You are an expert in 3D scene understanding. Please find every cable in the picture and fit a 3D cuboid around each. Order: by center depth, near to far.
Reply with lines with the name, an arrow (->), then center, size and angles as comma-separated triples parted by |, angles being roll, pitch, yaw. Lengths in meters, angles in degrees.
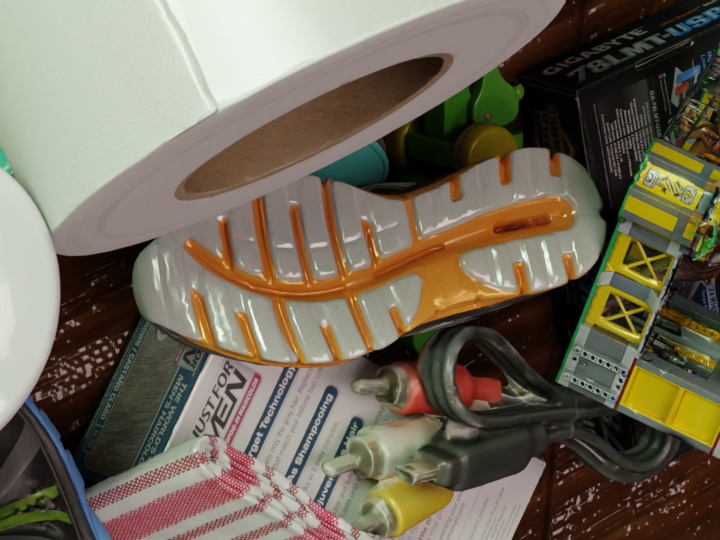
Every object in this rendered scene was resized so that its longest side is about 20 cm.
cable -> 0.066, 0.059, 1.307 | 0.200, 0.050, 0.098 | -11, 114, -47

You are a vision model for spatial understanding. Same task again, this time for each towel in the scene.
towel -> -0.055, 0.133, 1.253 | 0.200, 0.146, 0.030 | 36, 42, -38

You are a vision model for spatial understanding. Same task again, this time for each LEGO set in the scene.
LEGO set -> 0.174, -0.009, 1.276 | 0.200, 0.116, 0.154 | -49, 161, -62

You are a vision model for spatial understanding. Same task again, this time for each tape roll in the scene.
tape roll -> -0.046, -0.110, 1.041 | 0.202, 0.203, 0.140 | -23, 83, -31

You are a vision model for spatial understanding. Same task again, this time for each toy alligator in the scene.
toy alligator -> 0.050, -0.061, 1.317 | 0.054, 0.059, 0.201 | -3, 104, -37

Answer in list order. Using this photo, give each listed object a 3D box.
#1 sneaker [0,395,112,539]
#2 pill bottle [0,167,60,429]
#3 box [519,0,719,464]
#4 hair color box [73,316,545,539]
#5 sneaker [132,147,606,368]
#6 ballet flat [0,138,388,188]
sneaker -> -0.144, 0.107, 1.156 | 0.200, 0.071, 0.083 | 54, 32, 2
pill bottle -> -0.200, -0.006, 1.048 | 0.114, 0.200, 0.115 | -11, 109, -34
box -> 0.178, -0.031, 1.432 | 0.198, 0.050, 0.201 | -26, 116, -30
hair color box -> -0.020, 0.084, 1.302 | 0.200, 0.060, 0.100 | 32, 80, -39
sneaker -> 0.000, 0.000, 1.223 | 0.199, 0.077, 0.079 | -7, 83, -23
ballet flat -> -0.080, -0.050, 1.212 | 0.199, 0.070, 0.068 | -9, 128, -38
